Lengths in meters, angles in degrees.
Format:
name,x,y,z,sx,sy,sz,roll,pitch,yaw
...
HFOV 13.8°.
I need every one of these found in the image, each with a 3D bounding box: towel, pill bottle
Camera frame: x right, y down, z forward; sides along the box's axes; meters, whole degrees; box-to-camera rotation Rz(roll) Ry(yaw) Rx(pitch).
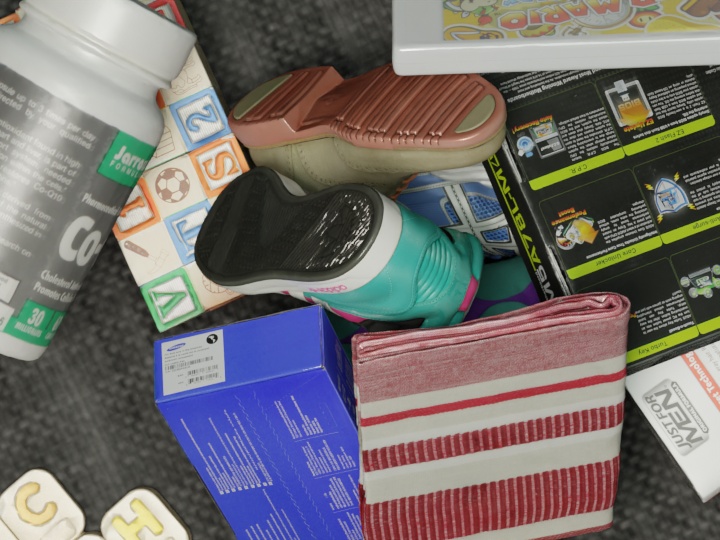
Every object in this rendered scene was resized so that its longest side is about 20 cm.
name,x,y,z,sx,sy,sz,roll,pitch,yaw
towel,0.068,0.087,1.569,0.143,0.201,0.023,-9,52,-5
pill bottle,-0.177,-0.063,1.622,0.113,0.113,0.201,29,94,1

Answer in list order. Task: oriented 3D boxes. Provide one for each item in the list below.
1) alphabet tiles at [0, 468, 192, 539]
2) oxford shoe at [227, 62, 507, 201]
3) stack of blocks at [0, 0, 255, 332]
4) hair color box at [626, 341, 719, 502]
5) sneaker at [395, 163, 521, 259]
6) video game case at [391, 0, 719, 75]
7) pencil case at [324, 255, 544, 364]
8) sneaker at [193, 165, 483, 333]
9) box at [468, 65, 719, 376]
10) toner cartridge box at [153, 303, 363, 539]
name,x,y,z,sx,sy,sz,roll,pitch,yaw
alphabet tiles,-0.169,0.223,1.738,0.200,0.015,0.196,-40,90,3
oxford shoe,0.014,-0.069,1.626,0.071,0.199,0.074,-43,119,-28
stack of blocks,-0.128,-0.068,1.706,0.115,0.059,0.201,-25,91,2
hair color box,0.246,0.033,1.697,0.200,0.061,0.102,-35,90,1
sneaker,0.083,-0.037,1.703,0.199,0.076,0.077,25,114,2
video game case,0.116,-0.173,1.632,0.199,0.183,0.023,-2,132,1
pencil case,0.035,0.053,1.672,0.199,0.085,0.093,-17,62,17
sneaker,0.000,0.000,1.607,0.120,0.200,0.084,32,80,-28
box,0.173,-0.056,1.624,0.199,0.048,0.194,-21,83,-18
toner cartridge box,-0.037,0.099,1.614,0.094,0.200,0.043,-11,52,11
